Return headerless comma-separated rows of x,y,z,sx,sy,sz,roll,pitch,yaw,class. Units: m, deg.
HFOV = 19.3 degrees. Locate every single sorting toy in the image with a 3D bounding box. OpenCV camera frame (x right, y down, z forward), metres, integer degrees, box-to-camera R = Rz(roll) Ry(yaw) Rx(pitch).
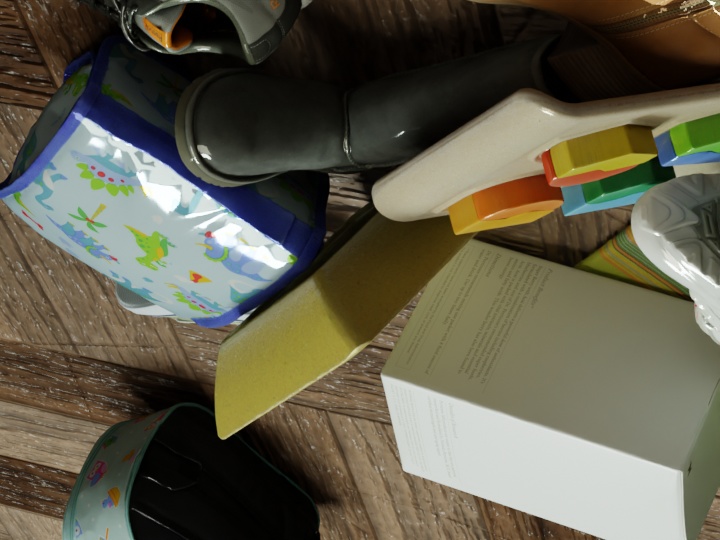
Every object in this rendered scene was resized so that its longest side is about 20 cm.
0.131,-0.058,1.123,0.199,0.037,0.185,-5,168,-28,sorting toy

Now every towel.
0.174,0.016,1.343,0.086,0.018,0.200,35,150,-9,towel

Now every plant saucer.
0.000,0.000,1.277,0.048,0.200,0.200,49,146,-4,plant saucer

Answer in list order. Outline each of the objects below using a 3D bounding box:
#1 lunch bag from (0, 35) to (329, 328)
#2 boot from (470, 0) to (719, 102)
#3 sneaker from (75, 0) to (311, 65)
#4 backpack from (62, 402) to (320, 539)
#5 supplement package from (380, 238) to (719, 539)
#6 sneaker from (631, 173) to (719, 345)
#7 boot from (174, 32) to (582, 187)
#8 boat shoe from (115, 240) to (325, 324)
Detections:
-0.118,-0.053,1.299,0.170,0.128,0.200,31,172,-14,lunch bag
0.125,-0.163,1.033,0.155,0.077,0.200,-17,125,44,boot
-0.126,-0.166,1.201,0.199,0.080,0.074,13,150,20,sneaker
-0.148,0.212,1.722,0.153,0.176,0.200,-8,133,37,backpack
0.132,0.081,1.338,0.199,0.122,0.120,17,148,22,supplement package
0.214,0.011,1.200,0.199,0.078,0.099,25,149,-32,sneaker
0.023,-0.087,1.167,0.199,0.073,0.181,1,-173,42,boot
-0.084,0.004,1.468,0.199,0.072,0.062,-1,167,42,boat shoe
